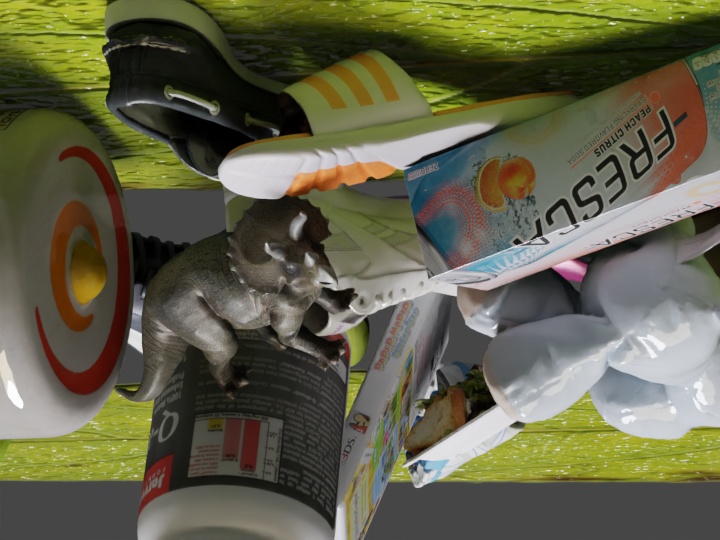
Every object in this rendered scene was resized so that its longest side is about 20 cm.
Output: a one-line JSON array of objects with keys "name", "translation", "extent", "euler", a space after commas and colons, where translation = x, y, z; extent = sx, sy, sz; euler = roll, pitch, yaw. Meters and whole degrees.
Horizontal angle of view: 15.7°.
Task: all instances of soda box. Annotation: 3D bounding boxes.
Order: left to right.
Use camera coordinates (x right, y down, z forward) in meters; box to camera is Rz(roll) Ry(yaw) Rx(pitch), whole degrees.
[{"name": "soda box", "translation": [0.125, -0.051, 1.342], "extent": [0.199, 0.064, 0.068], "euler": [-22, 164, 28]}]

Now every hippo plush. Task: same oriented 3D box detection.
[{"name": "hippo plush", "translation": [0.169, 0.014, 1.442], "extent": [0.199, 0.160, 0.161], "euler": [-16, 154, 32]}]

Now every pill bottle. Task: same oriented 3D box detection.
[{"name": "pill bottle", "translation": [-0.069, 0.121, 1.518], "extent": [0.115, 0.201, 0.116], "euler": [4, 147, 2]}]

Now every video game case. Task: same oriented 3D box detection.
[{"name": "video game case", "translation": [0.015, 0.092, 1.677], "extent": [0.023, 0.183, 0.200], "euler": [22, 163, 7]}]

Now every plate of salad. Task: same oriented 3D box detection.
[{"name": "plate of salad", "translation": [0.105, 0.064, 1.676], "extent": [0.199, 0.048, 0.200], "euler": [-33, 176, -3]}]

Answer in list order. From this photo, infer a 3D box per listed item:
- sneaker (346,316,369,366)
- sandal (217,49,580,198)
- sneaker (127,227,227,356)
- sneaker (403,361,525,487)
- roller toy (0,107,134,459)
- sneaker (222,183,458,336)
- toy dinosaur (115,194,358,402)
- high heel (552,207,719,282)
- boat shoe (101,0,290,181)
[{"name": "sneaker", "translation": [-0.048, 0.054, 1.747], "extent": [0.083, 0.074, 0.200], "euler": [5, 152, -10]}, {"name": "sandal", "translation": [0.015, -0.084, 1.362], "extent": [0.206, 0.060, 0.079], "euler": [-12, 170, -25]}, {"name": "sneaker", "translation": [-0.111, -0.007, 1.582], "extent": [0.146, 0.077, 0.202], "euler": [-25, 139, 39]}, {"name": "sneaker", "translation": [0.080, 0.107, 1.881], "extent": [0.086, 0.075, 0.200], "euler": [-9, 170, -13]}, {"name": "roller toy", "translation": [-0.207, 0.001, 1.448], "extent": [0.139, 0.183, 0.200], "euler": [-2, 155, 17]}, {"name": "sneaker", "translation": [0.000, 0.000, 1.533], "extent": [0.199, 0.100, 0.075], "euler": [15, 156, -33]}, {"name": "toy dinosaur", "translation": [-0.068, 0.013, 1.430], "extent": [0.199, 0.077, 0.102], "euler": [-19, 125, 39]}, {"name": "high heel", "translation": [0.165, -0.018, 1.498], "extent": [0.199, 0.068, 0.096], "euler": [-3, 161, 16]}, {"name": "boat shoe", "translation": [-0.077, -0.078, 1.380], "extent": [0.075, 0.061, 0.200], "euler": [-7, 158, 30]}]
